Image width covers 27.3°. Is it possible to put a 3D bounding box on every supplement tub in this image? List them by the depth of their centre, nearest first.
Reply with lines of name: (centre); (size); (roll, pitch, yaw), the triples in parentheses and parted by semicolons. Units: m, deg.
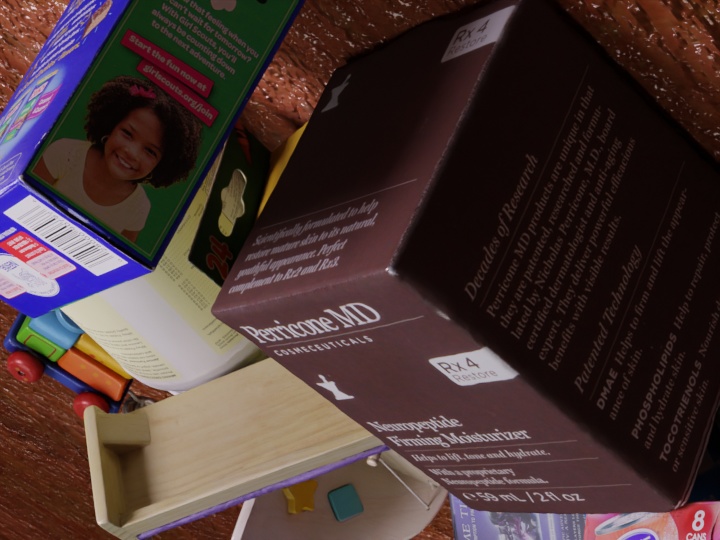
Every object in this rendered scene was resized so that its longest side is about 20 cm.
supplement tub: (-0.128, -0.014, 0.947); (0.144, 0.146, 0.200); (6, 149, 38)

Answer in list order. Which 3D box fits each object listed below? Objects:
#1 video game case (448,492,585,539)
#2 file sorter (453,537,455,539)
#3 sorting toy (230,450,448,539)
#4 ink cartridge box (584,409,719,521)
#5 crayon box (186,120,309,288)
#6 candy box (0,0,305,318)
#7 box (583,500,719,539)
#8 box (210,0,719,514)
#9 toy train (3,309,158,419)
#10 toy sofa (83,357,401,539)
video game case: (0.141, 0.175, 1.090); (0.019, 0.145, 0.199); (-13, -172, -41)
file sorter: (0.158, 0.283, 1.270); (0.137, 0.126, 0.201); (15, 154, 26)
sorting toy: (-0.040, 0.189, 1.220); (0.106, 0.182, 0.200); (3, 147, 42)
ink cartridge box: (0.189, 0.127, 0.884); (0.084, 0.147, 0.200); (-30, 131, 12)
crayon box: (0.000, 0.000, 0.858); (0.199, 0.128, 0.051); (38, 129, -25)
candy box: (-0.112, -0.088, 0.714); (0.077, 0.202, 0.168); (34, 156, -21)
box: (0.213, 0.182, 0.748); (0.198, 0.096, 0.102); (18, 162, -29)
box: (0.069, 0.001, 0.747); (0.199, 0.166, 0.165); (38, 154, -24)
toy train: (-0.208, 0.083, 1.321); (0.199, 0.085, 0.116); (34, 142, -16)
toy sofa: (-0.065, 0.106, 0.926); (0.198, 0.084, 0.098); (-22, 148, 11)
